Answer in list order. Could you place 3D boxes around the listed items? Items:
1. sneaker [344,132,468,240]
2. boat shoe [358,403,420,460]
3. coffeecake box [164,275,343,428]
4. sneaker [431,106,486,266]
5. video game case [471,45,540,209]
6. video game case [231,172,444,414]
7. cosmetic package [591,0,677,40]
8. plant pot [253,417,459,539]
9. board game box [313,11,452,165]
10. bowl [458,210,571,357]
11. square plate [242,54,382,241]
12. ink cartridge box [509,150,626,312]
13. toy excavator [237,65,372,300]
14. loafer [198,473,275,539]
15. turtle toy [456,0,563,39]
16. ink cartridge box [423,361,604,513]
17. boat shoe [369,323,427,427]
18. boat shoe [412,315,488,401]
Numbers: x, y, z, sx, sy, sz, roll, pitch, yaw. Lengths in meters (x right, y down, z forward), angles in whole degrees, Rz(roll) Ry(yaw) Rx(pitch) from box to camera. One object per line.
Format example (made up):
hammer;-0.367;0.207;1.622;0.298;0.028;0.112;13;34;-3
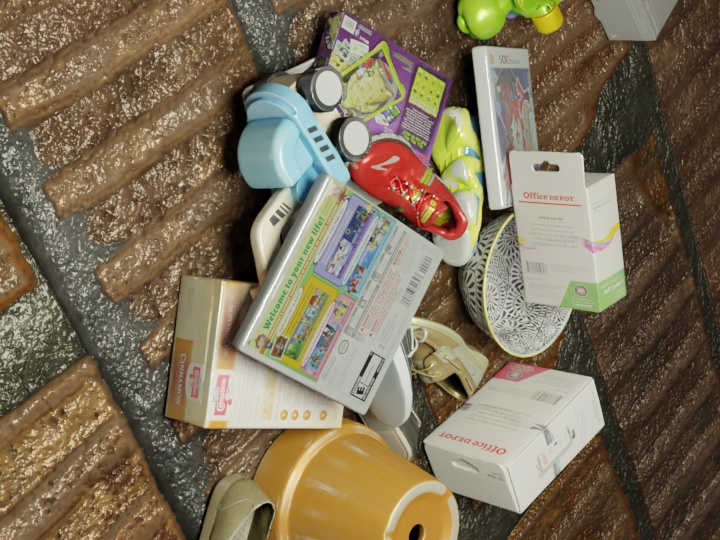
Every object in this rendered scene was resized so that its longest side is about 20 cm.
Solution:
sneaker;0.063;-0.093;1.435;0.077;0.085;0.200;-50;138;13
boat shoe;0.021;0.146;1.503;0.057;0.067;0.200;-58;134;-44
coffeecake box;-0.105;0.091;1.354;0.200;0.073;0.154;8;89;-46
sneaker;0.143;-0.108;1.575;0.105;0.076;0.200;-9;102;-45
video game case;0.191;-0.185;1.588;0.182;0.023;0.200;-20;104;-65
video game case;-0.019;0.027;1.294;0.182;0.022;0.200;32;82;-35
cosmetic package;0.414;-0.436;1.791;0.107;0.090;0.200;50;58;-41
plant pot;0.005;0.279;1.416;0.200;0.183;0.201;-8;102;-44
board game box;0.022;-0.203;1.433;0.200;0.032;0.120;24;76;-45
bowl;0.191;0.008;1.627;0.201;0.094;0.201;-8;101;-44
square plate;-0.044;-0.145;1.414;0.200;0.028;0.198;-33;119;-37
ink cartridge box;0.255;-0.058;1.531;0.067;0.117;0.200;-25;114;-41
toy excavator;-0.079;-0.087;1.291;0.200;0.100;0.195;-49;123;-29
loafer;-0.144;0.325;1.356;0.076;0.067;0.200;12;87;-45
turtle toy;0.197;-0.371;1.569;0.200;0.101;0.146;-53;129;-25
ink cartridge box;0.202;0.214;1.632;0.200;0.146;0.083;-37;121;-34
boat shoe;0.033;0.080;1.405;0.068;0.074;0.200;-32;116;-40
boat shoe;0.094;0.110;1.560;0.200;0.074;0.067;32;68;-43
